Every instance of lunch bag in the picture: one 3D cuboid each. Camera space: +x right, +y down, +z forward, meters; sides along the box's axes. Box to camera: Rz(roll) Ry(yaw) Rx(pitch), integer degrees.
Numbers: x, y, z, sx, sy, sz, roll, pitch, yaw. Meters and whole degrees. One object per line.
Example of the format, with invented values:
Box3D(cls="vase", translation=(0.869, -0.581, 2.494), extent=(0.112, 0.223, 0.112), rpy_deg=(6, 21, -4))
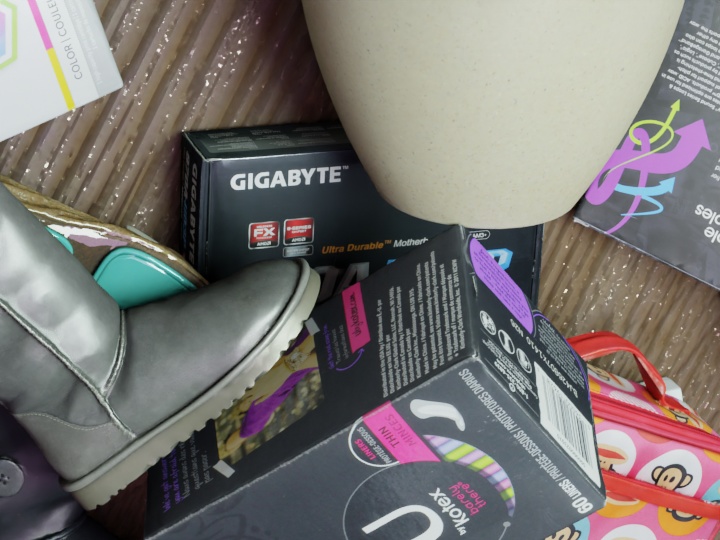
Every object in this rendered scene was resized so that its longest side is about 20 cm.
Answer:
Box3D(cls="lunch bag", translation=(0.110, 0.116, 1.414), extent=(0.199, 0.082, 0.177), rpy_deg=(18, 109, -32))

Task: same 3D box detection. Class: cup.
Box3D(cls="cup", translation=(0.061, -0.105, 1.268), extent=(0.199, 0.200, 0.144), rpy_deg=(-5, 113, -20))

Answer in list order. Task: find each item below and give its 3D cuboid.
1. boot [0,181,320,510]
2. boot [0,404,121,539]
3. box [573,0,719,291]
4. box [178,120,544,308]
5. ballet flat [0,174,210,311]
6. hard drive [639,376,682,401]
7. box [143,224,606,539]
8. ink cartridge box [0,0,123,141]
Box3D(cls="boot", translation=(-0.142, -0.001, 1.230), extent=(0.182, 0.073, 0.200), rpy_deg=(-41, 107, 1))
Box3D(cls="boot", translation=(-0.146, 0.120, 1.327), extent=(0.199, 0.076, 0.169), rpy_deg=(13, 110, 1))
Box3D(cls="box", translation=(0.222, -0.087, 1.402), extent=(0.142, 0.036, 0.201), rpy_deg=(26, 101, 3))
Box3D(cls="box", translation=(0.000, 0.000, 1.377), extent=(0.198, 0.046, 0.160), rpy_deg=(-5, 114, -21))
Box3D(cls="ballet flat", translation=(-0.145, -0.005, 1.298), extent=(0.199, 0.072, 0.068), rpy_deg=(24, 111, -20))
Box3D(cls="hard drive", translation=(0.094, 0.144, 1.489), extent=(0.199, 0.027, 0.133), rpy_deg=(-12, 116, -18))
Box3D(cls="box", translation=(0.005, 0.091, 1.267), extent=(0.199, 0.106, 0.122), rpy_deg=(-31, 123, 21))
Box3D(cls="ink cartridge box", translation=(-0.226, -0.103, 1.233), extent=(0.199, 0.059, 0.104), rpy_deg=(-24, 120, -11))
